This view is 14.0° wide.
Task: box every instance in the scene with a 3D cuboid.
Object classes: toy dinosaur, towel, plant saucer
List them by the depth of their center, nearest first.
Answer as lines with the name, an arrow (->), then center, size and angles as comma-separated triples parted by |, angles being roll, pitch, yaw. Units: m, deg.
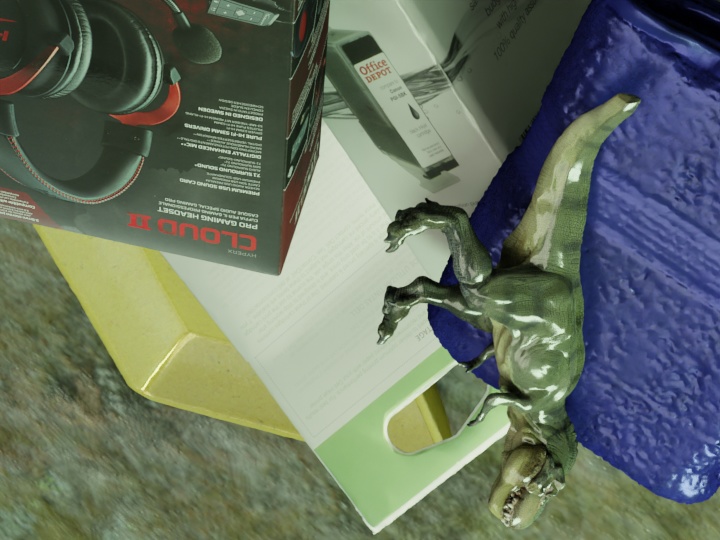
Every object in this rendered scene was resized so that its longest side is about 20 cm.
toy dinosaur -> 0.053, 0.007, 1.151 | 0.088, 0.047, 0.200 | 11, 124, 6
towel -> 0.124, -0.013, 1.160 | 0.148, 0.050, 0.200 | 34, 129, 7
plant saucer -> -0.051, 0.020, 1.509 | 0.200, 0.049, 0.200 | 14, 152, 23

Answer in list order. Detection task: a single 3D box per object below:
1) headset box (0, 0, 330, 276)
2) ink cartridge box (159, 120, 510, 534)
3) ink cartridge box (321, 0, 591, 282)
headset box -> -0.090, -0.088, 1.160 | 0.148, 0.075, 0.200 | 12, 139, 5
ink cartridge box -> 0.000, 0.000, 1.351 | 0.145, 0.048, 0.200 | -40, 87, 32
ink cartridge box -> 0.047, -0.108, 1.242 | 0.083, 0.147, 0.200 | -10, 124, 42
